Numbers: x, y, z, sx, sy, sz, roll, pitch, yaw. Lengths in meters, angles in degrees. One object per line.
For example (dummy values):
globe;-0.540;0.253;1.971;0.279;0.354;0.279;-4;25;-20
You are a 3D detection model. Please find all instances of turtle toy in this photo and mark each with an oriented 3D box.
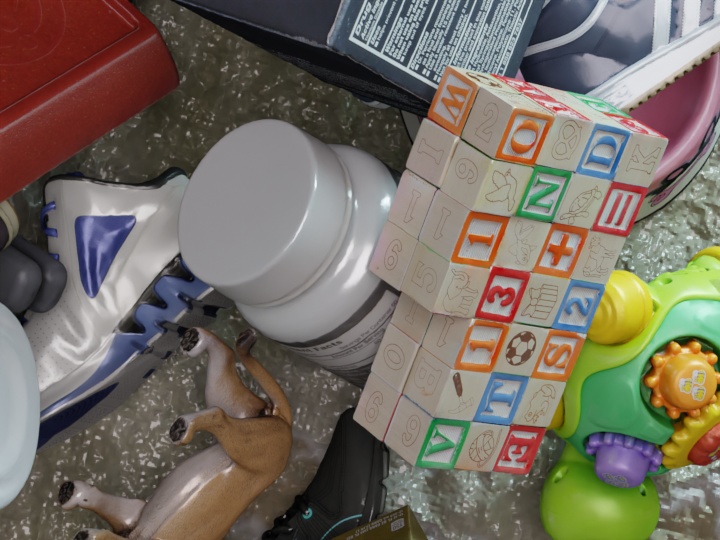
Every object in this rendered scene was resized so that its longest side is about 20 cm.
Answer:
turtle toy;0.158;0.076;1.565;0.101;0.146;0.200;51;127;22

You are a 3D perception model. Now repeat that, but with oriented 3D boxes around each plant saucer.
plant saucer;-0.212;-0.141;1.497;0.200;0.200;0.037;42;130;7

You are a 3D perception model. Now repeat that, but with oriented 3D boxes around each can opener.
can opener;-0.243;-0.045;1.562;0.200;0.053;0.067;37;107;22

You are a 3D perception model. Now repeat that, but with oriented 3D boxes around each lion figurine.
lion figurine;-0.089;0.123;1.555;0.200;0.073;0.122;-45;133;15

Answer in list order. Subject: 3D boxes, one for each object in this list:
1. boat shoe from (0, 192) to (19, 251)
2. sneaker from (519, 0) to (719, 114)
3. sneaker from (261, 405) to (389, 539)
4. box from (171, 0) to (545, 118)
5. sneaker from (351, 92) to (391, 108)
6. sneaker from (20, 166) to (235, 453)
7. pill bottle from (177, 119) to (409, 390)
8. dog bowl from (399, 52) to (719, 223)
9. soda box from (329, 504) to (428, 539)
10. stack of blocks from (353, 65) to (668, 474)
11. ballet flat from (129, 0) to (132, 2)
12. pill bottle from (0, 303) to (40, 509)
boat shoe;-0.273;-0.006;1.483;0.200;0.065;0.072;-5;132;24
sneaker;0.166;-0.166;1.547;0.200;0.070;0.109;-34;92;-1
sneaker;-0.035;0.170;1.592;0.079;0.075;0.200;15;86;-1
box;0.015;-0.197;1.446;0.123;0.198;0.200;21;89;27
sneaker;-0.035;-0.195;1.580;0.146;0.077;0.203;3;83;-31
sneaker;-0.156;0.010;1.596;0.199;0.081;0.115;-39;76;3
pill bottle;0.000;0.000;1.533;0.200;0.114;0.114;31;85;-44
dog bowl;0.121;-0.119;1.614;0.200;0.074;0.200;0;87;-4
soda box;-0.047;0.206;1.525;0.200;0.068;0.064;-26;113;10
stack of blocks;0.067;0.003;1.466;0.115;0.059;0.200;8;109;-41
ballet flat;-0.163;-0.165;1.617;0.200;0.057;0.066;-37;104;2
pill bottle;-0.275;0.071;1.441;0.200;0.112;0.112;-2;88;21
